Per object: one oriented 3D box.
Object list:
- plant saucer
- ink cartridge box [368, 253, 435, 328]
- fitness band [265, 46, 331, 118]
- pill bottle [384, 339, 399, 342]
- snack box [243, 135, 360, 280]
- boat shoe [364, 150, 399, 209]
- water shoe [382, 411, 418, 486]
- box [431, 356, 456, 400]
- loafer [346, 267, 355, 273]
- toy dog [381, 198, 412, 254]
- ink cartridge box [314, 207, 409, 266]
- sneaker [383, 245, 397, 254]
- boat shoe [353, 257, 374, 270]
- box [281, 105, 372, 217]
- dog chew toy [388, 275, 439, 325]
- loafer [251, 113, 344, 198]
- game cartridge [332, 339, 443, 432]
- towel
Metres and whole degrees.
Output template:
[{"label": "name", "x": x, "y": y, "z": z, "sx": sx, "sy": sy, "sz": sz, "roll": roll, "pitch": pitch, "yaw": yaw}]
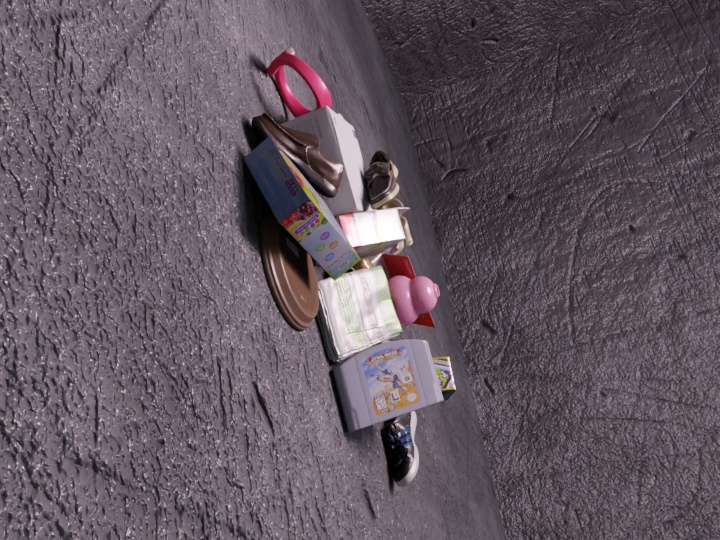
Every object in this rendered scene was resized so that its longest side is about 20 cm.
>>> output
[{"label": "plant saucer", "x": -0.115, "y": 0.000, "z": 1.192, "sx": 0.200, "sy": 0.029, "sz": 0.206, "roll": -18, "pitch": 91, "yaw": -77}, {"label": "ink cartridge box", "x": 0.070, "y": 0.052, "z": 1.633, "sx": 0.045, "sy": 0.174, "sz": 0.204, "roll": -39, "pitch": 120, "yaw": -30}, {"label": "fitness band", "x": -0.123, "y": -0.365, "z": 1.407, "sx": 0.145, "sy": 0.037, "sz": 0.199, "roll": 52, "pitch": -15, "yaw": -13}, {"label": "pill bottle", "x": 0.068, "y": 0.208, "z": 1.528, "sx": 0.200, "sy": 0.109, "sz": 0.116, "roll": 20, "pitch": 53, "yaw": -75}, {"label": "snack box", "x": -0.095, "y": -0.101, "z": 1.177, "sx": 0.170, "sy": 0.067, "sz": 0.200, "roll": 57, "pitch": 4, "yaw": 36}, {"label": "boat shoe", "x": 0.037, "y": -0.186, "z": 1.427, "sx": 0.066, "sy": 0.072, "sz": 0.201, "roll": 56, "pitch": 15, "yaw": -21}, {"label": "water shoe", "x": 0.076, "y": 0.367, "z": 1.508, "sx": 0.078, "sy": 0.071, "sz": 0.203, "roll": 35, "pitch": 31, "yaw": -22}, {"label": "box", "x": 0.082, "y": 0.219, "z": 1.374, "sx": 0.065, "sy": 0.194, "sz": 0.072, "roll": 111, "pitch": -27, "yaw": -57}, {"label": "loafer", "x": -0.013, "y": 0.080, "z": 1.414, "sx": 0.068, "sy": 0.074, "sz": 0.204, "roll": 88, "pitch": -22, "yaw": -76}, {"label": "toy dog", "x": 0.052, "y": -0.110, "z": 1.881, "sx": 0.193, "sy": 0.140, "sz": 0.200, "roll": 38, "pitch": -6, "yaw": 33}, {"label": "ink cartridge box", "x": 0.008, "y": -0.069, "z": 1.402, "sx": 0.196, "sy": 0.115, "sz": 0.069, "roll": -12, "pitch": 81, "yaw": -40}, {"label": "sneaker", "x": 0.041, "y": -0.033, "z": 1.701, "sx": 0.112, "sy": 0.074, "sz": 0.207, "roll": 5, "pitch": 92, "yaw": -53}, {"label": "boat shoe", "x": 0.000, "y": 0.000, "z": 1.488, "sx": 0.201, "sy": 0.070, "sz": 0.077, "roll": 53, "pitch": -22, "yaw": 33}, {"label": "box", "x": -0.068, "y": -0.195, "z": 1.411, "sx": 0.199, "sy": 0.127, "sz": 0.206, "roll": -2, "pitch": 75, "yaw": -76}, {"label": "dog chew toy", "x": 0.078, "y": 0.069, "z": 1.540, "sx": 0.124, "sy": 0.195, "sz": 0.128, "roll": -16, "pitch": 90, "yaw": -72}, {"label": "loafer", "x": -0.108, "y": -0.215, "z": 1.253, "sx": 0.199, "sy": 0.072, "sz": 0.073, "roll": 39, "pitch": -11, "yaw": -22}, {"label": "game cartridge", "x": 0.051, "y": 0.204, "z": 1.302, "sx": 0.041, "sy": 0.195, "sz": 0.137, "roll": 157, "pitch": -82, "yaw": -69}, {"label": "towel", "x": -0.003, "y": 0.076, "z": 1.350, "sx": 0.197, "sy": 0.030, "sz": 0.154, "roll": -15, "pitch": 88, "yaw": -45}]
